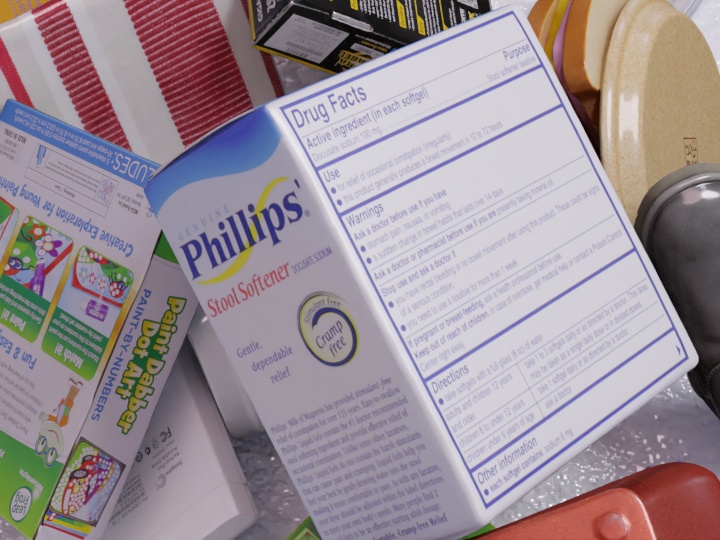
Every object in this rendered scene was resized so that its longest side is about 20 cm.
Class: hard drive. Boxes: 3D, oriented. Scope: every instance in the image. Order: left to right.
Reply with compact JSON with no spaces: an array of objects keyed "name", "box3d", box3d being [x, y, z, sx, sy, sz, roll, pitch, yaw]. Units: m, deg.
[{"name":"hard drive","box3d":[-0.140,0.082,1.011,0.132,0.027,0.201,-39,60,25]}]

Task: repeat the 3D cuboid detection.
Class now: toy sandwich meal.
[{"name":"toy sandwich meal","box3d":[0.147,-0.062,1.001,0.070,0.205,0.206,-4,61,29]}]

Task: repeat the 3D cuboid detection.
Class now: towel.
[{"name":"towel","box3d":[-0.150,-0.105,1.080,0.199,0.144,0.023,-26,41,-7]}]

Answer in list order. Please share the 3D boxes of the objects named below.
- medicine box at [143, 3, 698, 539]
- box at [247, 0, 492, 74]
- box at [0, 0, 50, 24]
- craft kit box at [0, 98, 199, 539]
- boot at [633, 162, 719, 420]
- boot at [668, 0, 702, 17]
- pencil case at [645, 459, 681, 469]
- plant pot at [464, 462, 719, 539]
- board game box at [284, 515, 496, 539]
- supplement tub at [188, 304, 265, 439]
[{"name":"medicine box","box3d":[0.032,0.003,0.839,0.182,0.103,0.201,-28,90,-45]},{"name":"box","box3d":[0.001,-0.205,1.108,0.159,0.049,0.201,13,55,-33]},{"name":"box","box3d":[-0.223,-0.113,1.103,0.199,0.119,0.042,-22,62,-4]},{"name":"craft kit box","box3d":[-0.168,0.023,0.980,0.200,0.048,0.198,25,90,50]},{"name":"boot","box3d":[0.205,0.067,0.874,0.072,0.182,0.200,-24,41,7]},{"name":"boot","box3d":[0.167,-0.179,1.101,0.073,0.096,0.201,20,67,16]},{"name":"pencil case","box3d":[0.215,0.181,0.926,0.200,0.084,0.085,36,51,20]},{"name":"plant pot","box3d":[0.091,0.194,0.813,0.199,0.176,0.201,-22,68,8]},{"name":"board game box","box3d":[0.054,0.190,0.955,0.200,0.048,0.102,40,74,22]},{"name":"supplement tub","box3d":[0.000,0.000,1.004,0.199,0.145,0.145,-21,63,-4]}]
